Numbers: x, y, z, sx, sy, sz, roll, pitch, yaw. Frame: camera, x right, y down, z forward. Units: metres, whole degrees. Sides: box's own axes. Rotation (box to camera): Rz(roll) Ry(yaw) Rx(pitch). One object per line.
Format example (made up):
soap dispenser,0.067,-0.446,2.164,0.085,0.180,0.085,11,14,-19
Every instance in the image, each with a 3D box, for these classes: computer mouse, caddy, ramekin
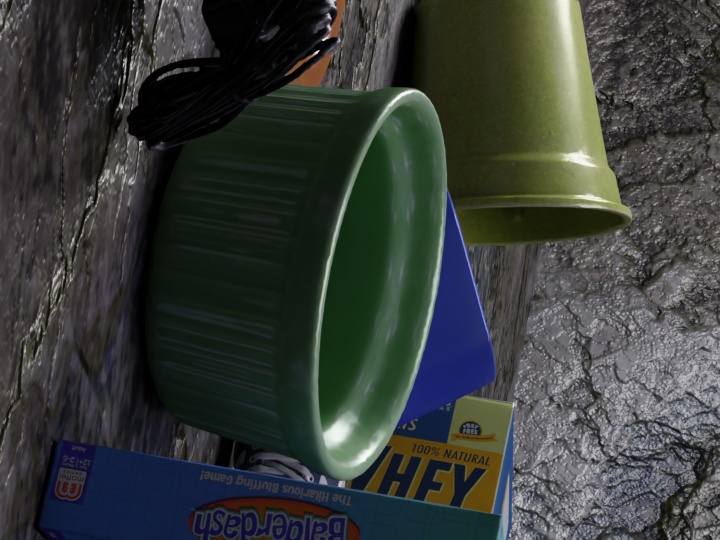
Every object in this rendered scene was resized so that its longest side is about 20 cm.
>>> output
computer mouse,-0.029,-0.143,1.140,0.138,0.053,0.201,-24,-138,46
caddy,0.000,0.000,1.459,0.141,0.104,0.201,-128,-160,-64
ramekin,-0.032,-0.001,1.282,0.200,0.097,0.201,11,90,-73

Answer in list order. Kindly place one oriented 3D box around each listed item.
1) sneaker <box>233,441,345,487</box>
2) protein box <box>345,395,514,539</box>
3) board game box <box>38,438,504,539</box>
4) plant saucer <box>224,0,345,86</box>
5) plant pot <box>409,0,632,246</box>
sneaker,-0.054,0.138,1.454,0.109,0.070,0.201,77,26,-73
protein box,0.036,0.220,1.917,0.200,0.134,0.199,85,16,-59
board game box,-0.033,0.132,1.147,0.152,0.199,0.045,74,26,-69
plant saucer,-0.034,-0.177,1.386,0.200,0.037,0.201,8,90,-82
plant pot,0.113,-0.125,1.996,0.200,0.199,0.185,49,39,-79
